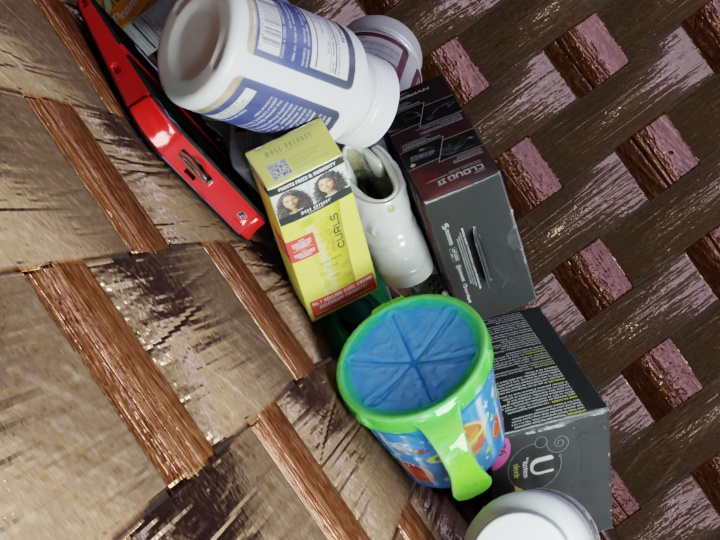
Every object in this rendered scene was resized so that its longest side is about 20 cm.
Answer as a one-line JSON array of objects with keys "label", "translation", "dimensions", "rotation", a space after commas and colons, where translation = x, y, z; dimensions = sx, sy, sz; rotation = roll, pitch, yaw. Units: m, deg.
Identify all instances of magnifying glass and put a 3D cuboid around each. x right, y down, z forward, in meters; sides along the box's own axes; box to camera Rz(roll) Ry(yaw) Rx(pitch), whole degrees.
[{"label": "magnifying glass", "translation": [0.000, 0.000, 1.699], "dimensions": [0.079, 0.022, 0.202], "rotation": [24, 50, -27]}]

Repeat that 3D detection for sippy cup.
[{"label": "sippy cup", "translation": [0.062, 0.113, 1.521], "dimensions": [0.131, 0.138, 0.179], "rotation": [64, 36, -43]}]

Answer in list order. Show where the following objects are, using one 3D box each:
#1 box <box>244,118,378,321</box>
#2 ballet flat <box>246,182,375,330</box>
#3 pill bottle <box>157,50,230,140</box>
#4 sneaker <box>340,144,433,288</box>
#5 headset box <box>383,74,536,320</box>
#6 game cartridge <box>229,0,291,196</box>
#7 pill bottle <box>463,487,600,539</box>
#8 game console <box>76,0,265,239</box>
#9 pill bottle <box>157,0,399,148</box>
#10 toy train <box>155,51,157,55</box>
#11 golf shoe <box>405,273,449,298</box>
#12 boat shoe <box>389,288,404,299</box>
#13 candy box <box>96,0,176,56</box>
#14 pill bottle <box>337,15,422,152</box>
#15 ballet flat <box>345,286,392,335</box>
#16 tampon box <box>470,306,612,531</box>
[{"label": "box", "translation": [-0.039, -0.040, 1.548], "dimensions": [0.050, 0.075, 0.201], "rotation": [59, -10, 34]}, {"label": "ballet flat", "translation": [-0.047, -0.023, 1.753], "dimensions": [0.201, 0.068, 0.072], "rotation": [52, -14, 7]}, {"label": "pill bottle", "translation": [-0.125, -0.194, 1.759], "dimensions": [0.114, 0.113, 0.200], "rotation": [56, 5, 13]}, {"label": "sneaker", "translation": [0.004, -0.081, 1.650], "dimensions": [0.200, 0.073, 0.116], "rotation": [50, -17, 52]}, {"label": "headset box", "translation": [0.088, -0.059, 1.625], "dimensions": [0.201, 0.076, 0.150], "rotation": [-112, -179, -52]}, {"label": "game cartridge", "translation": [-0.077, -0.155, 1.640], "dimensions": [0.133, 0.041, 0.202], "rotation": [52, 34, -61]}, {"label": "pill bottle", "translation": [0.142, 0.238, 1.480], "dimensions": [0.111, 0.110, 0.200], "rotation": [55, 6, 11]}, {"label": "game console", "translation": [-0.161, -0.125, 1.519], "dimensions": [0.177, 0.031, 0.200], "rotation": [55, 4, 37]}, {"label": "pill bottle", "translation": [-0.064, -0.168, 1.514], "dimensions": [0.199, 0.111, 0.111], "rotation": [16, 31, -41]}, {"label": "toy train", "translation": [-0.215, -0.297, 1.849], "dimensions": [0.201, 0.084, 0.116], "rotation": [55, 19, 4]}, {"label": "golf shoe", "translation": [0.072, 0.105, 1.685], "dimensions": [0.088, 0.076, 0.203], "rotation": [85, 2, -81]}, {"label": "boat shoe", "translation": [0.035, 0.064, 1.845], "dimensions": [0.200, 0.072, 0.072], "rotation": [51, 4, 39]}, {"label": "candy box", "translation": [-0.158, -0.292, 1.604], "dimensions": [0.116, 0.199, 0.055], "rotation": [58, 8, 34]}, {"label": "pill bottle", "translation": [0.001, -0.173, 1.823], "dimensions": [0.115, 0.113, 0.201], "rotation": [52, 30, -22]}, {"label": "ballet flat", "translation": [0.006, 0.047, 1.780], "dimensions": [0.070, 0.069, 0.201], "rotation": [49, 10, -44]}, {"label": "tampon box", "translation": [0.159, 0.158, 1.791], "dimensions": [0.200, 0.125, 0.151], "rotation": [-118, -163, -58]}]
